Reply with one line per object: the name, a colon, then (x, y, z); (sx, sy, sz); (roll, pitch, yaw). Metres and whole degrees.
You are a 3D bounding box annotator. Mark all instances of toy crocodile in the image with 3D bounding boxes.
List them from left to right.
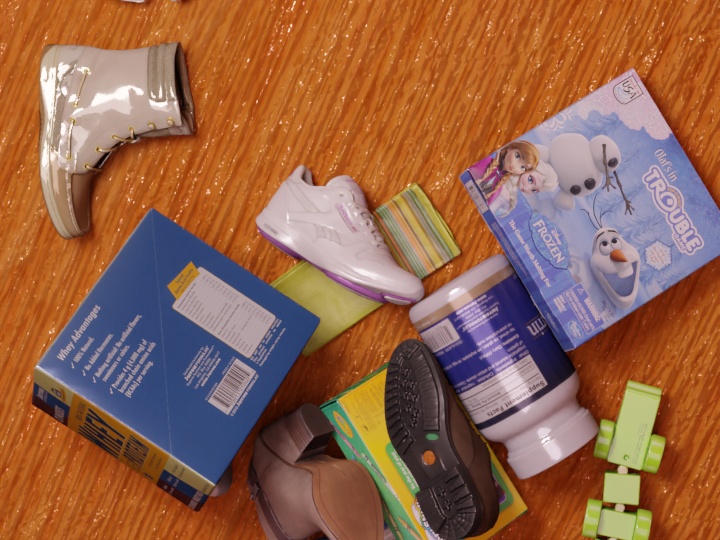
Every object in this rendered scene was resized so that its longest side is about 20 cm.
toy crocodile: (0.261, 0.210, 1.523); (0.067, 0.062, 0.202); (10, 91, 8)

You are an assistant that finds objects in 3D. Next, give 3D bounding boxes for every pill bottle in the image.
pill bottle: (0.143, 0.095, 1.500); (0.115, 0.116, 0.201); (-31, 89, 10)

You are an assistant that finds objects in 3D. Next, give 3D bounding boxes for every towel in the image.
towel: (0.000, 0.000, 1.566); (0.199, 0.018, 0.086); (-34, 87, 10)

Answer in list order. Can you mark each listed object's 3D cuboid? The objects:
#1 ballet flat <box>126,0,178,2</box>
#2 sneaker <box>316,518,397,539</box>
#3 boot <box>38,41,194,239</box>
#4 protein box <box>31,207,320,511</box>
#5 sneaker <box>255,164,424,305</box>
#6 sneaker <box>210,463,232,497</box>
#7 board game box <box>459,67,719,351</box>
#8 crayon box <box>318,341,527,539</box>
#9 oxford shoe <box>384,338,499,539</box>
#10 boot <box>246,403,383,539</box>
ballet flat: (-0.215, -0.309, 1.559); (0.198, 0.069, 0.072); (0, 112, 13)
sneaker: (-0.010, 0.309, 1.547); (0.199, 0.077, 0.086); (-29, 103, -7)
boot: (-0.248, -0.133, 1.570); (0.153, 0.072, 0.202); (-1, 94, 7)
protein box: (-0.181, 0.089, 1.492); (0.199, 0.135, 0.199); (33, 67, 0)
sneaker: (-0.012, -0.037, 1.514); (0.199, 0.075, 0.100); (31, 90, 26)
sneaker: (-0.205, 0.155, 1.590); (0.080, 0.070, 0.201); (-38, 80, 15)
board game box: (0.231, -0.059, 1.480); (0.198, 0.043, 0.201); (-32, 89, -11)
crayon box: (0.062, 0.188, 1.519); (0.118, 0.058, 0.201); (-30, 88, -27)
oxford shoe: (0.079, 0.162, 1.473); (0.072, 0.084, 0.201); (-28, 69, 32)
boot: (-0.050, 0.235, 1.520); (0.147, 0.070, 0.201); (-58, 45, 43)
